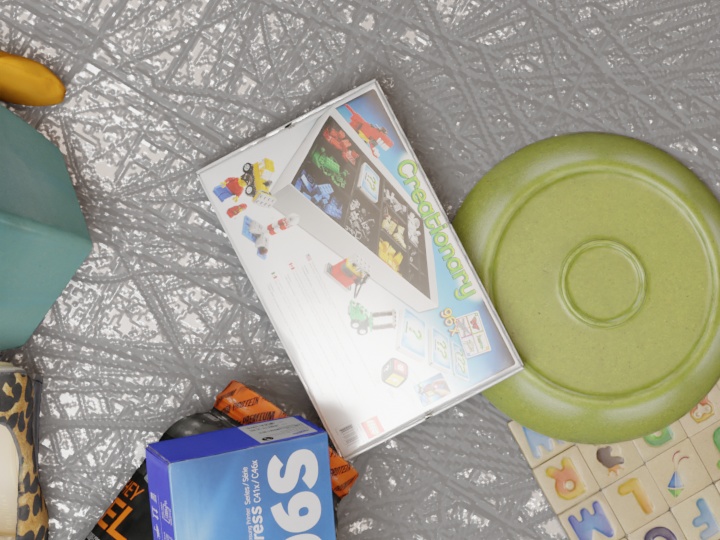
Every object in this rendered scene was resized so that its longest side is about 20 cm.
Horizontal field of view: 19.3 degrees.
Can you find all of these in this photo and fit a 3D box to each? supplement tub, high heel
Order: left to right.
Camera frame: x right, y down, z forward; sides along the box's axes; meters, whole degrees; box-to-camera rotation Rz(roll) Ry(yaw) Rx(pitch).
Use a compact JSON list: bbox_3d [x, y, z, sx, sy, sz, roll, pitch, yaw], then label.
[{"bbox_3d":[-0.222,0.123,1.196,0.071,0.200,0.143,1,83,12],"label":"high heel"},{"bbox_3d":[-0.097,0.172,1.247,0.122,0.123,0.200,38,82,-5],"label":"supplement tub"}]

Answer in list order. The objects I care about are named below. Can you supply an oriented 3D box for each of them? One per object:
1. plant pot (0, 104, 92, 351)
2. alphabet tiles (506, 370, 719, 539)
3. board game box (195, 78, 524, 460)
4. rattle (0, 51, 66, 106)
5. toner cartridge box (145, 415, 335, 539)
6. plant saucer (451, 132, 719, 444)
[{"bbox_3d":[-0.265,-0.032,1.195,0.200,0.141,0.141,16,126,-38],"label":"plant pot"},{"bbox_3d":[0.195,0.115,1.352,0.166,0.006,0.200,-29,91,-9],"label":"alphabet tiles"},{"bbox_3d":[0.000,0.000,1.299,0.126,0.035,0.200,-27,87,2],"label":"board game box"},{"bbox_3d":[-0.259,-0.203,1.275,0.143,0.130,0.200,-6,61,-19],"label":"rattle"},{"bbox_3d":[-0.060,0.188,1.175,0.095,0.043,0.200,-10,103,-22],"label":"toner cartridge box"},{"bbox_3d":[0.150,0.009,1.335,0.200,0.031,0.200,1,85,-7],"label":"plant saucer"}]
